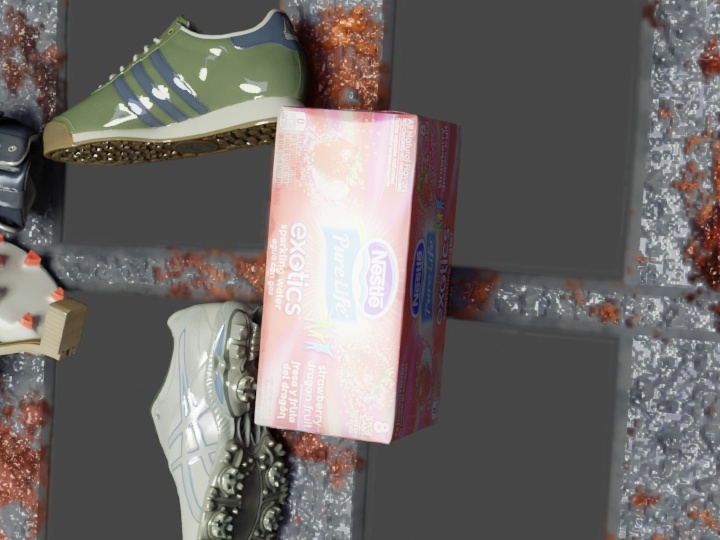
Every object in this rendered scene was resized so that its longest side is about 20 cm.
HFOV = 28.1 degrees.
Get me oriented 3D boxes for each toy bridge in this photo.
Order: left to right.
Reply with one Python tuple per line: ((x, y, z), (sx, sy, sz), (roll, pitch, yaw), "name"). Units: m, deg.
((-0.282, 0.020, 0.990), (0.199, 0.027, 0.068), (21, 109, 17), "toy bridge")

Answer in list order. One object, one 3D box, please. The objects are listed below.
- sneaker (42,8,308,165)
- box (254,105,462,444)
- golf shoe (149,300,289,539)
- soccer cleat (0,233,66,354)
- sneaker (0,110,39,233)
((-0.125, -0.127, 0.979), (0.199, 0.067, 0.091), (-5, 80, 22), "sneaker")
((0.000, 0.000, 0.912), (0.094, 0.103, 0.202), (6, 93, 20), "box")
((-0.102, 0.120, 0.982), (0.097, 0.078, 0.202), (7, 89, 37), "golf shoe")
((-0.292, 0.003, 1.047), (0.199, 0.069, 0.078), (34, 132, 9), "soccer cleat")
((-0.309, -0.064, 0.979), (0.146, 0.202, 0.077), (26, 127, 14), "sneaker")
